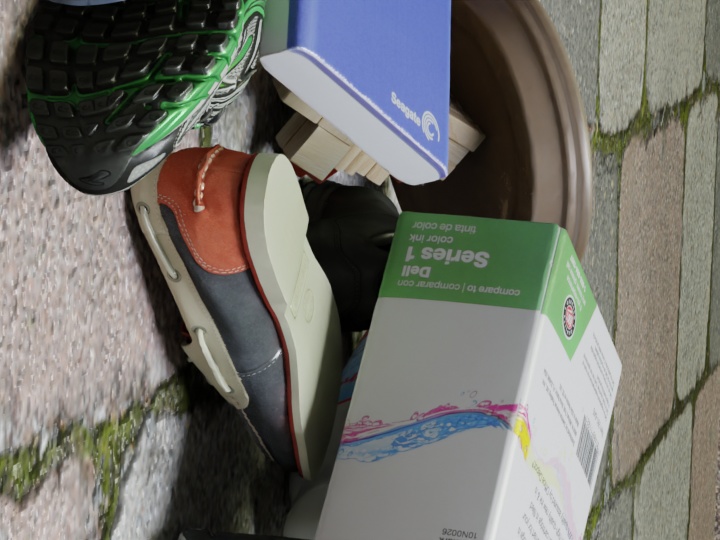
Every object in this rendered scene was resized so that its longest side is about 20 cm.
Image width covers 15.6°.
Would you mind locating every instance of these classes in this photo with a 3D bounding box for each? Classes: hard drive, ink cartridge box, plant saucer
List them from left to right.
[{"bbox_3d":[0.002,-0.156,1.173,0.132,0.025,0.201,37,48,-52],"label":"hard drive"},{"bbox_3d":[0.049,0.096,1.197,0.145,0.084,0.201,61,40,-58],"label":"ink cartridge box"},{"bbox_3d":[0.061,-0.071,1.422,0.200,0.029,0.201,40,-43,52],"label":"plant saucer"}]

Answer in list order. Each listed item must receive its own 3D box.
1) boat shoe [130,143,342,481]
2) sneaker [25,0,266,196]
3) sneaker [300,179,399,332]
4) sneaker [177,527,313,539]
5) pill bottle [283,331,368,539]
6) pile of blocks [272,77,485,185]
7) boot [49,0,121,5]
[{"bbox_3d":[-0.050,0.020,1.156,0.200,0.062,0.071,76,21,-49],"label":"boat shoe"},{"bbox_3d":[-0.071,-0.082,1.025,0.200,0.078,0.085,-65,155,-56],"label":"sneaker"},{"bbox_3d":[0.000,0.000,1.295,0.200,0.090,0.076,-41,131,-72],"label":"sneaker"},{"bbox_3d":[-0.039,0.174,1.213,0.200,0.074,0.085,57,39,-66],"label":"sneaker"},{"bbox_3d":[0.025,0.098,1.376,0.200,0.108,0.109,-57,147,-62],"label":"pill bottle"},{"bbox_3d":[-0.011,-0.078,1.326,0.062,0.082,0.200,-49,162,14],"label":"pile of blocks"},{"bbox_3d":[-0.072,-0.185,1.004,0.200,0.074,0.097,-62,154,-54],"label":"boot"}]
